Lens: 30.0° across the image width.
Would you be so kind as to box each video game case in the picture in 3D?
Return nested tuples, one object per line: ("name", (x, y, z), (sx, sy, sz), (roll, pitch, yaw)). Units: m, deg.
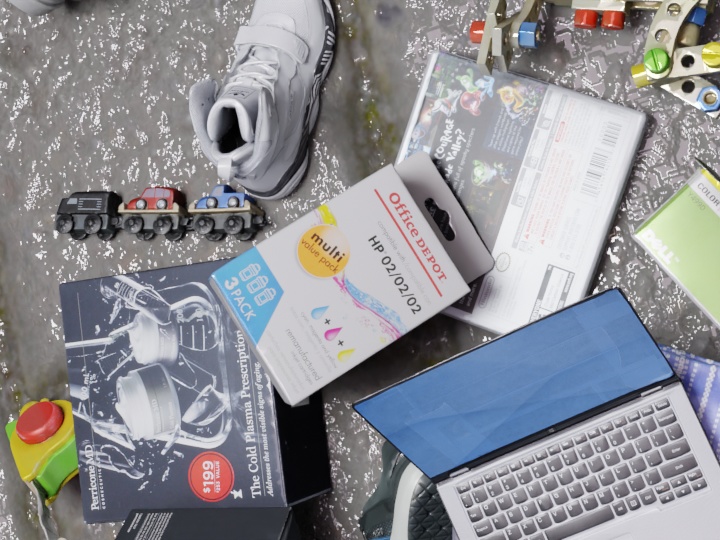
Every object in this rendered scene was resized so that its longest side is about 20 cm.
("video game case", (0.110, -0.055, 1.070), (0.181, 0.023, 0.200), (20, 96, 17))

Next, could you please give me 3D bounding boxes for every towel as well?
("towel", (0.207, 0.125, 0.917), (0.200, 0.024, 0.145), (16, 93, 17))

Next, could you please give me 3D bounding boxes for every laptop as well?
("laptop", (0.129, 0.136, 0.873), (0.187, 0.116, 0.200), (-25, 84, 16))

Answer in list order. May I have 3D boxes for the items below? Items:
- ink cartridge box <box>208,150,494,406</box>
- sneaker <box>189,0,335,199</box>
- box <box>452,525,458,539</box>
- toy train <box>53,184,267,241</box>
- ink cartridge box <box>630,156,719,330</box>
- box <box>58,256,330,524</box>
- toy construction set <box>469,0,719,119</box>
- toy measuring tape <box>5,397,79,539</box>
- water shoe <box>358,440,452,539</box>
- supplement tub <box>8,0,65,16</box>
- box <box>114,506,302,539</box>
("ink cartridge box", (0.000, 0.000, 1.012), (0.200, 0.068, 0.115), (-33, 91, -9))
("sneaker", (-0.078, -0.159, 1.085), (0.075, 0.115, 0.201), (9, 92, 18))
("box", (0.143, 0.193, 1.006), (0.132, 0.115, 0.201), (1, 90, 19))
("toy train", (-0.173, -0.050, 1.160), (0.199, 0.034, 0.046), (1, 77, 19))
("ink cartridge box", (0.260, 0.003, 0.925), (0.076, 0.200, 0.148), (-44, 76, 13))
("box", (-0.135, 0.097, 1.106), (0.182, 0.104, 0.201), (-9, 86, 19))
("toy construction set", (0.185, -0.189, 1.017), (0.199, 0.092, 0.132), (7, 92, 8))
("toy measuring tape", (-0.248, 0.164, 1.130), (0.074, 0.073, 0.200), (-55, 36, 10))
("water shoe", (0.034, 0.225, 1.075), (0.079, 0.071, 0.200), (46, 125, 56))
("supplement tub", (-0.222, -0.315, 1.122), (0.200, 0.140, 0.141), (-29, 81, 16))
("box", (-0.102, 0.285, 1.058), (0.141, 0.079, 0.200), (-2, 122, 20))
